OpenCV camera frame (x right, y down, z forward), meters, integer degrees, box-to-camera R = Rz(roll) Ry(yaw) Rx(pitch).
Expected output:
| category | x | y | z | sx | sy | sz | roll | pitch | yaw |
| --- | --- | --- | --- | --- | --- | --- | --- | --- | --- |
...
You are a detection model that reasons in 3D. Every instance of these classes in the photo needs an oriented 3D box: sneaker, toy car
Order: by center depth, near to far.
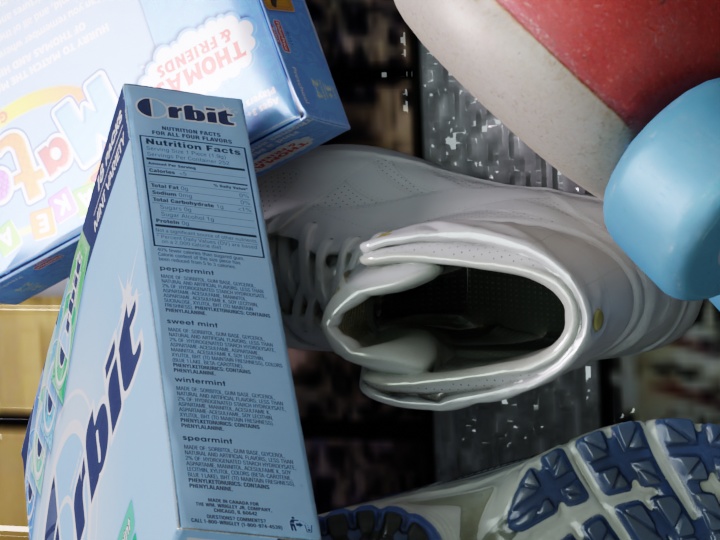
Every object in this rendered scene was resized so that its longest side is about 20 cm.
| category | x | y | z | sx | sy | sz | roll | pitch | yaw |
| --- | --- | --- | --- | --- | --- | --- | --- | --- | --- |
| toy car | 0.117 | -0.114 | 0.803 | 0.200 | 0.177 | 0.184 | -47 | 64 | 9 |
| sneaker | 0.051 | 0.091 | 0.881 | 0.199 | 0.085 | 0.077 | -7 | 88 | -8 |
| sneaker | 0.000 | 0.000 | 0.888 | 0.199 | 0.115 | 0.074 | 2 | 98 | 27 |

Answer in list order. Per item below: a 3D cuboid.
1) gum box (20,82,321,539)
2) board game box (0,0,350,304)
| category | x | y | z | sx | sy | sz | roll | pitch | yaw |
| --- | --- | --- | --- | --- | --- | --- | --- | --- | --- |
| gum box | -0.066 | 0.069 | 0.849 | 0.044 | 0.200 | 0.170 | 7 | 129 | -16 |
| board game box | -0.102 | -0.109 | 0.950 | 0.151 | 0.037 | 0.201 | -26 | 73 | 25 |
